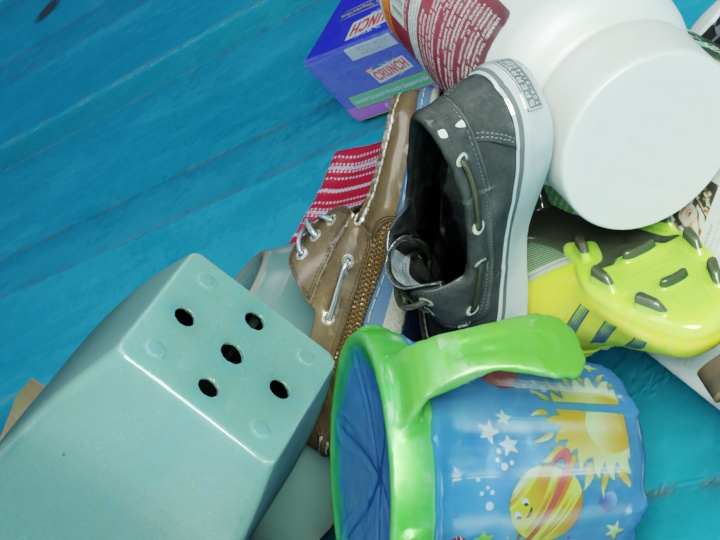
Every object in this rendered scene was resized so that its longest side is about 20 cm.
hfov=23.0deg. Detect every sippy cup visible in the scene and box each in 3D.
[{"bbox_3d":[0.061,0.094,0.834,0.178,0.129,0.142,161,107,-77],"label":"sippy cup"}]

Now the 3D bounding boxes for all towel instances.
[{"bbox_3d":[-0.012,-0.023,1.274,0.144,0.022,0.201,-11,43,51],"label":"towel"}]

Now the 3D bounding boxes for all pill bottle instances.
[{"bbox_3d":[0.092,-0.110,0.859,0.109,0.109,0.200,-43,41,7],"label":"pill bottle"}]

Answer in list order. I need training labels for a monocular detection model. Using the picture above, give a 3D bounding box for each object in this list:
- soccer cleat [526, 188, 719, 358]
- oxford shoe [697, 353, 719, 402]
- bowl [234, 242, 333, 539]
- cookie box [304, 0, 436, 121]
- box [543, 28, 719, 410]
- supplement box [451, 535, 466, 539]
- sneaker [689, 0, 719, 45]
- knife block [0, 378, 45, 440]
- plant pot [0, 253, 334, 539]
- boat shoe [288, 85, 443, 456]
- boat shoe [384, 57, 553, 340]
[{"bbox_3d":[0.113,0.013,0.863,0.064,0.085,0.199,-27,26,-25],"label":"soccer cleat"},{"bbox_3d":[0.248,0.026,0.757,0.199,0.072,0.071,-30,-15,8],"label":"oxford shoe"},{"bbox_3d":[-0.044,0.063,1.039,0.202,0.105,0.201,-53,11,15],"label":"bowl"},{"bbox_3d":[0.067,-0.228,1.387,0.170,0.075,0.201,-12,42,51],"label":"cookie box"},{"bbox_3d":[0.158,-0.037,0.872,0.200,0.036,0.146,42,119,52],"label":"box"},{"bbox_3d":[0.007,0.220,0.783,0.200,0.109,0.061,-41,31,14],"label":"supplement box"},{"bbox_3d":[0.249,-0.119,0.940,0.199,0.073,0.112,-36,25,18],"label":"sneaker"},{"bbox_3d":[-0.197,0.135,1.285,0.175,0.064,0.201,-31,29,29],"label":"knife block"},{"bbox_3d":[-0.109,0.100,0.882,0.200,0.141,0.142,-51,3,38],"label":"plant pot"},{"bbox_3d":[0.000,0.000,0.919,0.072,0.072,0.203,5,-83,-75],"label":"boat shoe"},{"bbox_3d":[0.041,-0.012,0.823,0.066,0.201,0.070,-24,61,-22],"label":"boat shoe"}]
